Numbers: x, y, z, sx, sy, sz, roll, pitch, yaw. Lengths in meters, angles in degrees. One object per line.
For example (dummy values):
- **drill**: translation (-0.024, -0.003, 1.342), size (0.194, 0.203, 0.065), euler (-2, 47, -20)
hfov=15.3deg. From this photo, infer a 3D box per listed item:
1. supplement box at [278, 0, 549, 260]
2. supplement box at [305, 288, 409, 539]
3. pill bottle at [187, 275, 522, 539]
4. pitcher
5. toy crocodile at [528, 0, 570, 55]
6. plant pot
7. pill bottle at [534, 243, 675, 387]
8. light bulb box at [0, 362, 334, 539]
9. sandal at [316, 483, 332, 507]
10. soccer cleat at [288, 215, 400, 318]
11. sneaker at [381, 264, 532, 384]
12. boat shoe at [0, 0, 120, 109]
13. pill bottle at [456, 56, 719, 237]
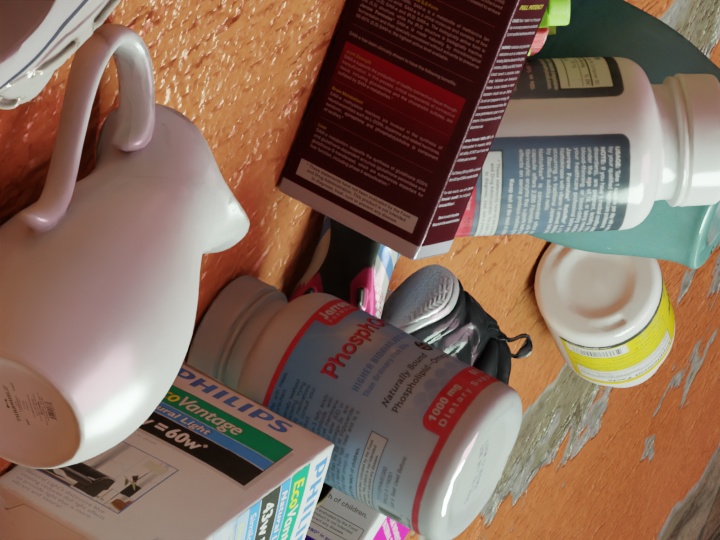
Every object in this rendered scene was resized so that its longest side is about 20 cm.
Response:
- **supplement box**: translation (0.037, -0.120, 1.694), size (0.061, 0.109, 0.201), euler (-14, 129, -64)
- **supplement box**: translation (0.004, 0.126, 1.941), size (0.200, 0.103, 0.101), euler (-59, 162, -17)
- **pill bottle**: translation (-0.006, 0.082, 1.702), size (0.109, 0.199, 0.109), euler (-52, 158, -30)
- **pitcher**: translation (-0.143, -0.013, 1.386), size (0.200, 0.121, 0.172), euler (-60, 143, -42)
- **toy crocodile**: translation (0.102, -0.167, 1.799), size (0.200, 0.067, 0.062), euler (162, -74, -88)
- **plant pot**: translation (0.193, -0.099, 1.980), size (0.200, 0.187, 0.200), euler (-59, 164, -28)
- **pill bottle**: translation (0.221, 0.039, 2.379), size (0.112, 0.111, 0.200), euler (-60, 161, -10)
- **light bulb box**: translation (-0.134, 0.192, 1.631), size (0.200, 0.124, 0.199), euler (-34, 145, -53)
- **sandal**: translation (-0.044, 0.135, 1.775), size (0.199, 0.055, 0.082), euler (-22, 120, -6)
- **soccer cleat**: translation (0.000, 0.000, 1.813), size (0.086, 0.070, 0.201), euler (-21, 134, -62)
- **sneaker**: translation (0.034, 0.101, 1.849), size (0.200, 0.114, 0.076), euler (-52, -160, 13)
- **boat shoe**: translation (-0.168, -0.109, 1.243), size (0.200, 0.072, 0.066), euler (-56, 157, -46)
- **pill bottle**: translation (0.144, -0.085, 1.832), size (0.120, 0.199, 0.120), euler (178, -90, -85)
